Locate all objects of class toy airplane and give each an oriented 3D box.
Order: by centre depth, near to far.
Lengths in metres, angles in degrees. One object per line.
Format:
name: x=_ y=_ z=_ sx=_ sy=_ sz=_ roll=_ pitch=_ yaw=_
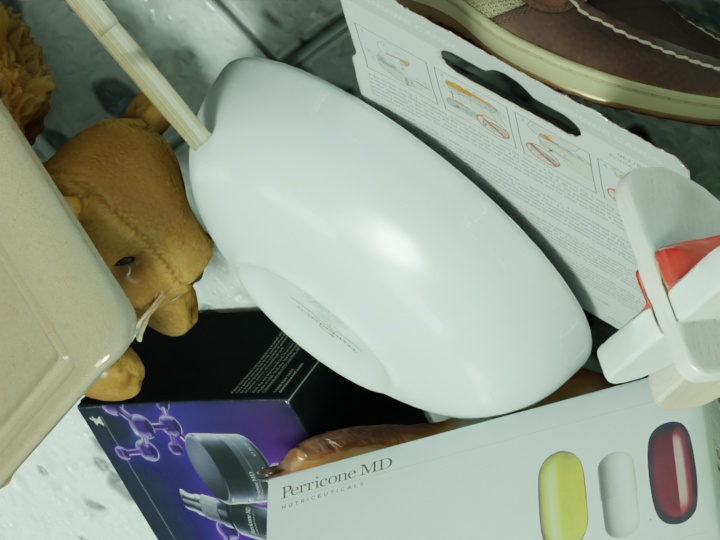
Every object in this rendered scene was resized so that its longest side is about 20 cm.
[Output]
toy airplane: x=0.176 y=-0.009 z=1.015 sx=0.200 sy=0.141 sz=0.199 roll=-8 pitch=151 yaw=20

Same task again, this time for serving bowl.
serving bowl: x=0.000 y=0.000 z=1.232 sx=0.200 sy=0.066 sz=0.200 roll=36 pitch=164 yaw=12

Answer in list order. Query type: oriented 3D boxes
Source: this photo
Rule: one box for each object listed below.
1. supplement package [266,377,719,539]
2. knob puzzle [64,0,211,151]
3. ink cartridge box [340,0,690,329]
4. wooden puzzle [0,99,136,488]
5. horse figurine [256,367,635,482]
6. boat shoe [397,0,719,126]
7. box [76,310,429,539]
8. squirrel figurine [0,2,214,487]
supplement package: x=0.079 y=0.150 z=1.242 sx=0.200 sy=0.111 sz=0.156 roll=-17 pitch=133 yaw=15
knob puzzle: x=-0.141 y=-0.158 z=1.176 sx=0.220 sy=0.030 sz=0.220 roll=50 pitch=179 yaw=1
ink cartridge box: x=0.076 y=-0.049 z=1.136 sx=0.161 sy=0.050 sz=0.200 roll=30 pitch=161 yaw=19
wooden puzzle: x=-0.189 y=0.004 z=1.270 sx=0.185 sy=0.037 sz=0.200 roll=56 pitch=133 yaw=11
horse figurine: x=0.072 y=0.095 z=1.312 sx=0.200 sy=0.050 sz=0.133 roll=-24 pitch=113 yaw=21
boat shoe: x=0.072 y=-0.118 z=1.111 sx=0.200 sy=0.072 sz=0.072 roll=28 pitch=110 yaw=22
box: x=-0.026 y=0.118 z=1.419 sx=0.141 sy=0.079 sz=0.200 roll=-3 pitch=126 yaw=42
squirrel figurine: x=-0.157 y=-0.028 z=1.318 sx=0.200 sy=0.142 sz=0.187 roll=49 pitch=148 yaw=-2
